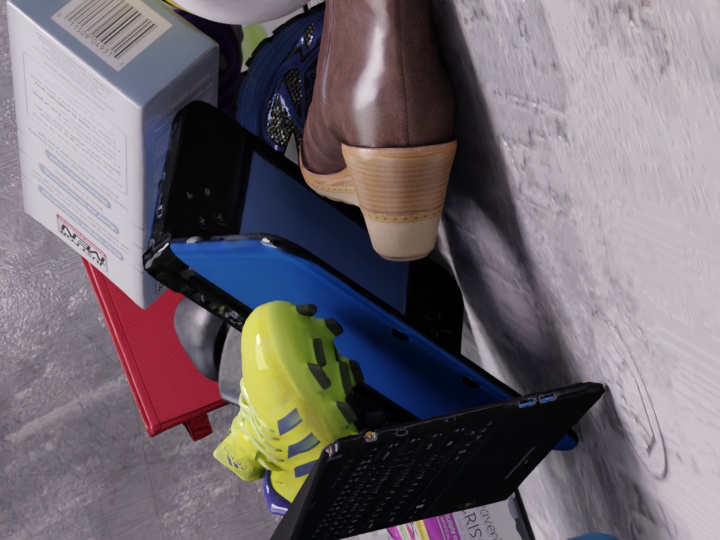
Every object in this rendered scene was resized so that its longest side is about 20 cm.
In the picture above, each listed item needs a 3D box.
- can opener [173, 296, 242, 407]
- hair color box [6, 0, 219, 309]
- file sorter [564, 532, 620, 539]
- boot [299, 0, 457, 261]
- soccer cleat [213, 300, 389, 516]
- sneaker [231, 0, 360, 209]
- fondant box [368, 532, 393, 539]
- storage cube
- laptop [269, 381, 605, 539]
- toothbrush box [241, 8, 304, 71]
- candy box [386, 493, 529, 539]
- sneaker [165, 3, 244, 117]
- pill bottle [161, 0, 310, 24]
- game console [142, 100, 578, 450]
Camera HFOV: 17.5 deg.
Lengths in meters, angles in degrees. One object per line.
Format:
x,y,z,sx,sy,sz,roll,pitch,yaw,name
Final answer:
-0.056,-0.020,1.376,0.063,0.078,0.201,-15,-56,-65,can opener
-0.133,-0.074,1.273,0.099,0.061,0.200,38,153,17,hair color box
0.075,0.208,1.151,0.200,0.138,0.123,111,141,-79,file sorter
0.009,-0.111,1.121,0.200,0.072,0.167,-117,23,-69,boot
-0.034,0.075,1.103,0.200,0.083,0.065,65,-168,-64,soccer cleat
-0.028,-0.059,1.279,0.078,0.075,0.201,30,123,21,sneaker
0.029,0.227,1.493,0.200,0.144,0.058,-141,30,-75,fondant box
-0.101,0.008,1.697,0.171,0.179,0.201,139,109,-82,storage cube
0.009,0.142,1.053,0.177,0.199,0.104,119,137,-66,laptop
-0.105,-0.133,1.477,0.086,0.145,0.201,-123,15,-60,toothbrush box
0.040,0.113,1.428,0.200,0.061,0.137,-149,39,-77,candy box
-0.098,-0.081,1.372,0.200,0.080,0.084,81,176,-51,sneaker
-0.074,-0.189,1.227,0.200,0.112,0.113,-140,30,-76,pill bottle
0.006,0.000,1.152,0.200,0.118,0.171,35,-139,-27,game console
